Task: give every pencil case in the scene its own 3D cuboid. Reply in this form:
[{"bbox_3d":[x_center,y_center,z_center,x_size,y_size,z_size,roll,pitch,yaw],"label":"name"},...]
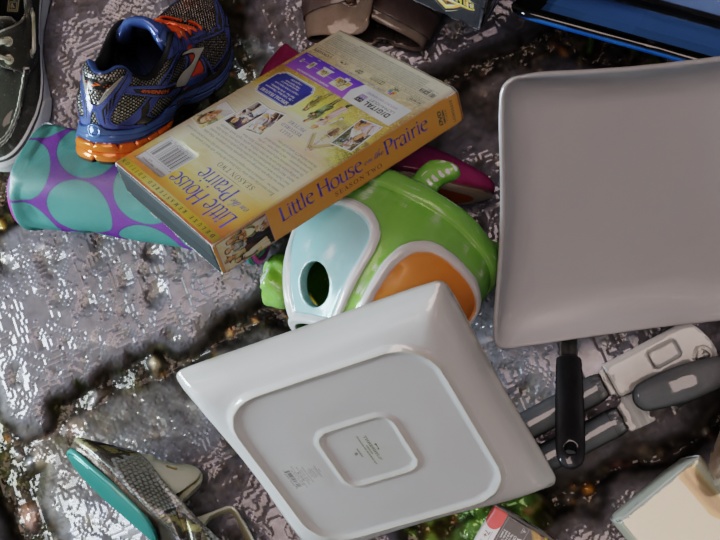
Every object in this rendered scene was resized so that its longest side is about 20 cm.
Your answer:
[{"bbox_3d":[-0.158,-0.059,0.931,0.199,0.092,0.086,9,81,11],"label":"pencil case"}]

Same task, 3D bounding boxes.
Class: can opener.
[{"bbox_3d":[0.166,0.099,0.875,0.199,0.066,0.053,-29,79,9],"label":"can opener"}]

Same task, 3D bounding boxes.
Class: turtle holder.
[{"bbox_3d":[0.000,-0.004,0.864,0.185,0.141,0.132,23,69,26],"label":"turtle holder"}]

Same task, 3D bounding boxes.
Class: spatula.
[{"bbox_3d":[0.148,0.045,0.873,0.056,0.021,0.201,2,64,4],"label":"spatula"}]

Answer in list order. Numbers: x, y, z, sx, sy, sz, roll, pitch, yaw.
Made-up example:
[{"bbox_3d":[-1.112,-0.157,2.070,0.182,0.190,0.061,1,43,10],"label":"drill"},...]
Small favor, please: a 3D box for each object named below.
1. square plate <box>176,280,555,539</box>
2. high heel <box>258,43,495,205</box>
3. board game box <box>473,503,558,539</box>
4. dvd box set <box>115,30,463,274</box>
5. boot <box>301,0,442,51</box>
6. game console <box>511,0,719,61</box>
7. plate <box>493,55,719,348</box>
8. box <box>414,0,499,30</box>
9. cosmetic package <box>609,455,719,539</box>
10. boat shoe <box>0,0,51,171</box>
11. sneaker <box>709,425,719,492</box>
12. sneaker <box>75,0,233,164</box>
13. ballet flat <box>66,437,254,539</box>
[{"bbox_3d":[0.007,0.114,0.830,0.197,0.200,0.029,-20,34,18],"label":"square plate"},{"bbox_3d":[0.012,-0.112,0.930,0.199,0.067,0.097,15,75,7],"label":"high heel"},{"bbox_3d":[0.099,0.283,0.869,0.126,0.035,0.201,30,87,11],"label":"board game box"},{"bbox_3d":[-0.050,-0.087,0.842,0.200,0.029,0.146,-34,41,-19],"label":"dvd box set"},{"bbox_3d":[-0.022,-0.248,0.953,0.199,0.070,0.147,9,85,11],"label":"boot"},{"bbox_3d":[0.228,-0.218,0.883,0.199,0.118,0.171,18,85,11],"label":"game console"},{"bbox_3d":[0.183,-0.049,0.823,0.198,0.032,0.201,-7,121,-7],"label":"plate"},{"bbox_3d":[0.044,-0.288,0.887,0.198,0.050,0.200,27,61,12],"label":"box"},{"bbox_3d":[0.259,0.222,0.819,0.071,0.105,0.200,-39,79,0],"label":"cosmetic package"},{"bbox_3d":[-0.289,-0.181,0.986,0.070,0.064,0.201,-1,81,9],"label":"boat shoe"},{"bbox_3d":[0.265,0.072,0.814,0.076,0.200,0.070,51,134,4],"label":"sneaker"},{"bbox_3d":[-0.148,-0.159,0.916,0.075,0.079,0.200,11,41,11],"label":"sneaker"},{"bbox_3d":[-0.130,0.186,0.913,0.072,0.072,0.200,-45,78,0],"label":"ballet flat"}]
